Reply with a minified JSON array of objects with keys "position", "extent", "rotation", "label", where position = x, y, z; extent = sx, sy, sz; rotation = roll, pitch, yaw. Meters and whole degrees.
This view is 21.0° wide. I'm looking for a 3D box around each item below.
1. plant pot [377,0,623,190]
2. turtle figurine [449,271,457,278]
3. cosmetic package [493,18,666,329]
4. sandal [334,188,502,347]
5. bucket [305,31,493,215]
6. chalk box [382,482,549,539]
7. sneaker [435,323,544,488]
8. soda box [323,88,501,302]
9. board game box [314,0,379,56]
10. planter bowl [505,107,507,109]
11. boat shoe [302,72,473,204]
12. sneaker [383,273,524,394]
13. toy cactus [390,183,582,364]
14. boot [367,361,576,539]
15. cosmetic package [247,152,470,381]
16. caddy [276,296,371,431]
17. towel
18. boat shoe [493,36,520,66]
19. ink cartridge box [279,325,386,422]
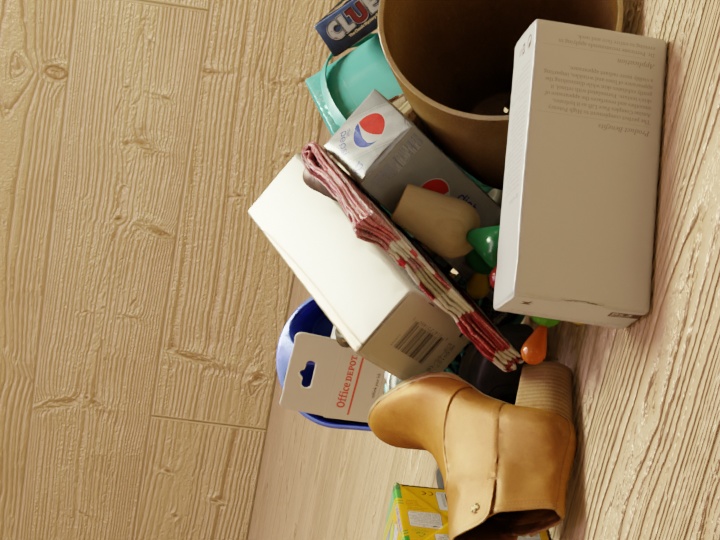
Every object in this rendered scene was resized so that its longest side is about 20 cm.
[{"position":[0.116,-0.150,1.547],"extent":[0.200,0.184,0.188],"rotation":[75,-163,-62],"label":"plant pot"},{"position":[0.052,-0.018,1.875],"extent":[0.065,0.160,0.201],"rotation":[106,169,-51],"label":"turtle figurine"},{"position":[0.154,-0.067,1.370],"extent":[0.074,0.101,0.202],"rotation":[129,149,-77],"label":"cosmetic package"},{"position":[0.049,-0.011,1.698],"extent":[0.200,0.055,0.082],"rotation":[-41,13,4],"label":"sandal"},{"position":[0.046,-0.129,1.793],"extent":[0.208,0.134,0.207],"rotation":[62,180,0],"label":"bucket"},{"position":[0.073,0.291,1.554],"extent":[0.124,0.123,0.202],"rotation":[-102,20,-70],"label":"chalk box"},{"position":[0.119,0.136,1.613],"extent":[0.091,0.075,0.201],"rotation":[-114,26,-53],"label":"sneaker"},{"position":[0.060,-0.058,1.563],"extent":[0.064,0.200,0.068],"rotation":[-47,42,3],"label":"soda box"},{"position":[0.041,-0.266,1.765],"extent":[0.135,0.035,0.200],"rotation":[-32,10,21],"label":"board game box"},{"position":[0.133,-0.235,1.767],"extent":[0.200,0.083,0.202],"rotation":[-172,90,-82],"label":"planter bowl"},{"position":[0.029,-0.118,1.635],"extent":[0.200,0.072,0.073],"rotation":[-42,-48,-34],"label":"boat shoe"},{"position":[0.092,0.047,1.651],"extent":[0.201,0.077,0.091],"rotation":[-57,12,-18],"label":"sneaker"},{"position":[0.098,-0.008,1.492],"extent":[0.103,0.164,0.200],"rotation":[-63,2,8],"label":"toy cactus"},{"position":[0.077,0.152,1.514],"extent":[0.200,0.071,0.145],"rotation":[-16,45,34],"label":"boot"},{"position":[0.000,0.000,1.621],"extent":[0.073,0.103,0.200],"rotation":[-48,47,9],"label":"cosmetic package"},{"position":[0.015,0.093,1.967],"extent":[0.105,0.198,0.143],"rotation":[38,-124,-79],"label":"caddy"},{"position":[0.039,-0.009,1.511],"extent":[0.023,0.200,0.144],"rotation":[-44,32,5],"label":"towel"},{"position":[0.152,-0.254,1.624],"extent":[0.200,0.073,0.065],"rotation":[-49,3,29],"label":"boat shoe"},{"position":[0.031,0.082,1.787],"extent":[0.117,0.198,0.068],"rotation":[105,169,-46],"label":"ink cartridge box"}]
